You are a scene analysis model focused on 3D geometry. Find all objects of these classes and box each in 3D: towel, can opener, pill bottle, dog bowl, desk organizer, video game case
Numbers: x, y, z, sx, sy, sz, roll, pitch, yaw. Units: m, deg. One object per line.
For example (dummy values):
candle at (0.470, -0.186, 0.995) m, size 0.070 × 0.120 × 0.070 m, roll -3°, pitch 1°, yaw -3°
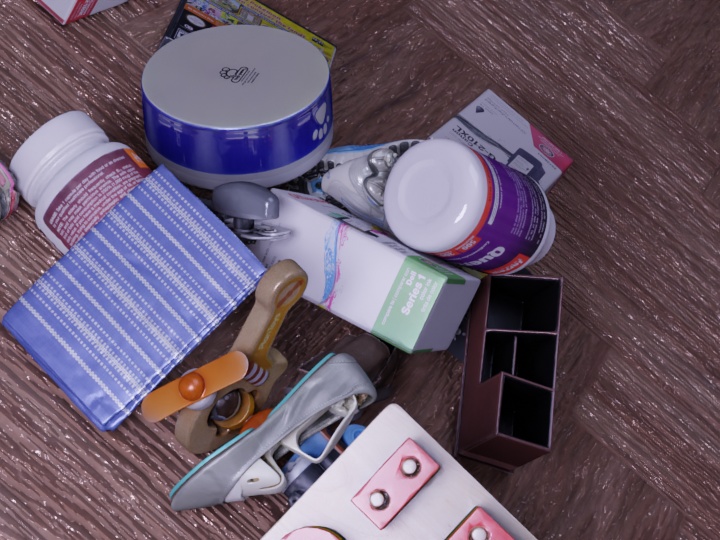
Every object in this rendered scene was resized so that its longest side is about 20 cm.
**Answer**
towel at (-0.195, 0.024, 1.295) m, size 0.145 × 0.200 × 0.024 m, roll 44°, pitch -8°, yaw 12°
can opener at (-0.144, -0.063, 1.424) m, size 0.200 × 0.067 × 0.053 m, roll 17°, pitch 19°, yaw 42°
pill bottle at (0.118, -0.058, 1.507) m, size 0.200 × 0.112 × 0.113 m, roll 17°, pitch 37°, yaw -54°
pill bottle at (-0.225, -0.044, 1.378) m, size 0.200 × 0.114 × 0.114 m, roll 47°, pitch 36°, yaw 11°
dog bowl at (-0.128, -0.173, 1.562) m, size 0.199 × 0.079 × 0.200 m, roll 0°, pitch 40°, yaw 0°
desk organizer at (0.153, 0.096, 1.525) m, size 0.071 × 0.077 × 0.201 m, roll 19°, pitch 60°, yaw -21°
video game case at (-0.130, -0.265, 1.787) m, size 0.200 × 0.026 × 0.181 m, roll 28°, pitch 36°, yaw -12°

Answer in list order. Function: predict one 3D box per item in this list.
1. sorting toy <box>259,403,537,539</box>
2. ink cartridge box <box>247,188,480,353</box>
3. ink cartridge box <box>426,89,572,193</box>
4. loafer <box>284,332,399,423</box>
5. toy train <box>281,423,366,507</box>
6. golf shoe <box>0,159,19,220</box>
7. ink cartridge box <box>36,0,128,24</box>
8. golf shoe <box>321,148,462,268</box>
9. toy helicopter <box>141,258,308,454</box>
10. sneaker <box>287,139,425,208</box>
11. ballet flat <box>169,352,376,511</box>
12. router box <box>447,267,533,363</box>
sorting toy at (0.029, 0.245, 1.206) m, size 0.200 × 0.199 × 0.070 m, roll 43°, pitch -4°, yaw 8°
ink cartridge box at (0.000, 0.000, 1.467) m, size 0.199 × 0.084 × 0.145 m, roll 27°, pitch 7°, yaw 16°
ink cartridge box at (0.153, -0.120, 1.820) m, size 0.145 × 0.084 × 0.200 m, roll 41°, pitch 35°, yaw 5°
loafer at (-0.014, 0.090, 1.403) m, size 0.073 × 0.071 × 0.200 m, roll 22°, pitch 11°, yaw 12°
toy train at (0.011, 0.220, 1.307) m, size 0.200 × 0.087 × 0.114 m, roll 44°, pitch 29°, yaw 8°
golf shoe at (-0.401, -0.106, 1.328) m, size 0.200 × 0.073 × 0.092 m, roll 39°, pitch 37°, yaw 1°
ink cartridge box at (-0.311, -0.376, 1.699) m, size 0.144 × 0.084 × 0.200 m, roll 42°, pitch 36°, yaw 7°
golf shoe at (0.040, -0.065, 1.579) m, size 0.200 × 0.097 × 0.079 m, roll 40°, pitch 57°, yaw -43°
toy helicopter at (-0.105, 0.075, 1.275) m, size 0.079 × 0.200 × 0.132 m, roll 42°, pitch 28°, yaw 29°
sneaker at (0.021, -0.117, 1.653) m, size 0.199 × 0.079 × 0.090 m, roll -2°, pitch 24°, yaw 5°
ballet flat at (-0.069, 0.150, 1.260) m, size 0.200 × 0.067 × 0.064 m, roll -40°, pitch 74°, yaw -12°
router box at (0.097, 0.005, 1.659) m, size 0.200 × 0.052 × 0.157 m, roll 40°, pitch 36°, yaw 2°
